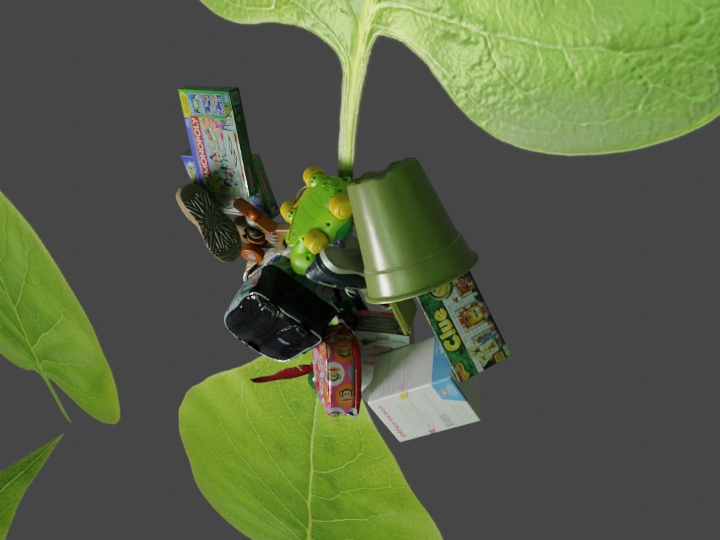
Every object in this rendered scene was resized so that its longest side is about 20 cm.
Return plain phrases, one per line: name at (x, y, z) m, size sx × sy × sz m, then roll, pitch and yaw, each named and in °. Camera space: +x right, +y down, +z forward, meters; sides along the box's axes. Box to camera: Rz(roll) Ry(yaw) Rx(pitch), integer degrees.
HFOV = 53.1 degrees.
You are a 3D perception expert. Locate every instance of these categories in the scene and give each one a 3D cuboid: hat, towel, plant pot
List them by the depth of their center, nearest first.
plant pot at (0.068, -0.074, 1.166) m, size 0.200 × 0.200 × 0.191 m, roll -8°, pitch 108°, yaw 45°
towel at (0.062, 0.016, 1.320) m, size 0.018 × 0.086 × 0.201 m, roll -9°, pitch 122°, yaw 27°
hat at (-0.091, 0.254, 1.602) m, size 0.199 × 0.176 × 0.166 m, roll 1°, pitch 127°, yaw 40°

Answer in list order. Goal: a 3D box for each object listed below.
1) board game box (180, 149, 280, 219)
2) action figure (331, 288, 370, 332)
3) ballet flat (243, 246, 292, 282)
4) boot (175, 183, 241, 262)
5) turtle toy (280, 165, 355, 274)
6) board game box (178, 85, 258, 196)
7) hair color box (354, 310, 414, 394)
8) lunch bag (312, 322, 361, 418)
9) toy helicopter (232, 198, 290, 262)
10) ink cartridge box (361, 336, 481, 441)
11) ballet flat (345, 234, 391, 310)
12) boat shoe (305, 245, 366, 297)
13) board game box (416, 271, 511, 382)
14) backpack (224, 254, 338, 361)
board game box at (-0.265, -0.176, 1.464) m, size 0.199 × 0.029 × 0.135 m, roll 10°, pitch 133°, yaw 35°
action figure at (-0.027, 0.073, 1.480) m, size 0.118 × 0.055 × 0.200 m, roll -10°, pitch 123°, yaw 42°
ballet flat at (-0.186, -0.009, 1.514) m, size 0.070 × 0.069 × 0.200 m, roll 51°, pitch 141°, yaw -12°
boot at (-0.303, -0.098, 1.435) m, size 0.176 × 0.066 × 0.200 m, roll 61°, pitch 167°, yaw -9°
turtle toy at (-0.069, -0.080, 1.280) m, size 0.200 × 0.101 × 0.146 m, roll -54°, pitch 44°, yaw 15°
board game box at (-0.267, -0.243, 1.359) m, size 0.134 × 0.029 × 0.201 m, roll 11°, pitch 121°, yaw 33°
hair color box at (0.054, 0.176, 1.473) m, size 0.110 × 0.064 × 0.201 m, roll 5°, pitch 133°, yaw 11°
lunch bag at (-0.050, 0.204, 1.416) m, size 0.200 × 0.082 × 0.177 m, roll -140°, pitch 49°, yaw -75°
toy helicopter at (-0.164, -0.083, 1.388) m, size 0.199 × 0.079 × 0.132 m, roll 0°, pitch 147°, yaw 27°
ink cartridge box at (0.114, 0.225, 1.374) m, size 0.199 × 0.125 × 0.129 m, roll -21°, pitch 123°, yaw 25°
ballet flat at (0.000, 0.000, 1.372) m, size 0.200 × 0.069 × 0.069 m, roll 43°, pitch 142°, yaw -1°
boat shoe at (-0.021, 0.005, 1.269) m, size 0.062 × 0.200 × 0.075 m, roll -39°, pitch 69°, yaw 23°
board game box at (0.173, 0.085, 1.253) m, size 0.201 × 0.104 × 0.023 m, roll 62°, pitch 180°, yaw -9°
backpack at (-0.156, 0.079, 1.367) m, size 0.177 × 0.151 × 0.200 m, roll 36°, pitch 138°, yaw -13°
